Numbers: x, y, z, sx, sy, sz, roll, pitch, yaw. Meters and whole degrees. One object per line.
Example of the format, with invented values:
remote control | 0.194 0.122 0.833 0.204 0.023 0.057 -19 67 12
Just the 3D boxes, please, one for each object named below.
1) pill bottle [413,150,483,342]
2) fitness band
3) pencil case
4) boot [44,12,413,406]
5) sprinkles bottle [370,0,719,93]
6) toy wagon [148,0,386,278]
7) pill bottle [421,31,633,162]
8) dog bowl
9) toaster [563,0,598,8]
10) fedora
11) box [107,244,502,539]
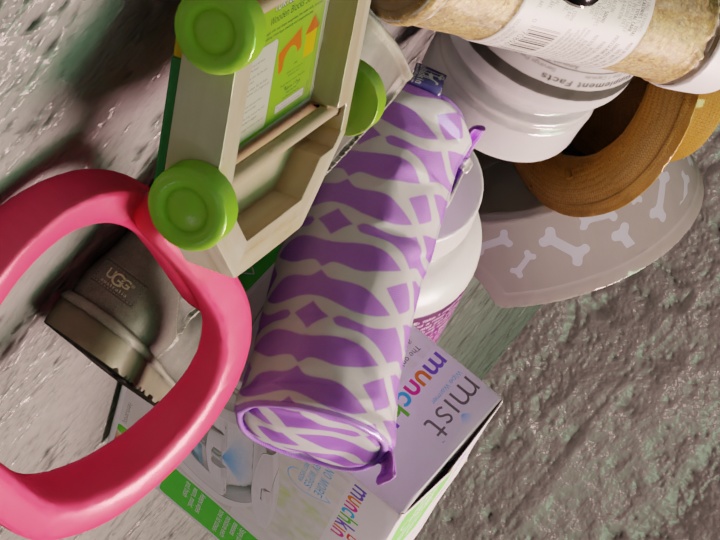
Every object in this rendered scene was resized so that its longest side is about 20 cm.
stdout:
pill bottle | 0.006 -0.006 1.255 0.112 0.112 0.200 -46 171 -29
fitness band | -0.115 0.037 0.897 0.144 0.037 0.200 -47 152 -8
pencil case | 0.000 0.000 1.098 0.084 0.085 0.200 -32 -142 63
boot | -0.056 -0.030 1.036 0.200 0.073 0.182 -56 174 -8
sprinkles bottle | 0.095 -0.129 1.014 0.200 0.068 0.068 8 130 -38
toy wagon | -0.026 -0.100 0.831 0.155 0.040 0.200 -42 146 -59
pill bottle | 0.113 -0.156 1.159 0.114 0.114 0.200 -42 169 -42
dog bowl | 0.110 -0.059 1.371 0.200 0.200 0.059 -44 131 -34
toaster | 0.132 -0.234 0.912 0.181 0.119 0.200 -44 170 -40
fedora | 0.158 -0.124 1.277 0.082 0.201 0.201 10 130 -32
box | -0.035 0.084 1.213 0.097 0.176 0.200 -46 171 -28
